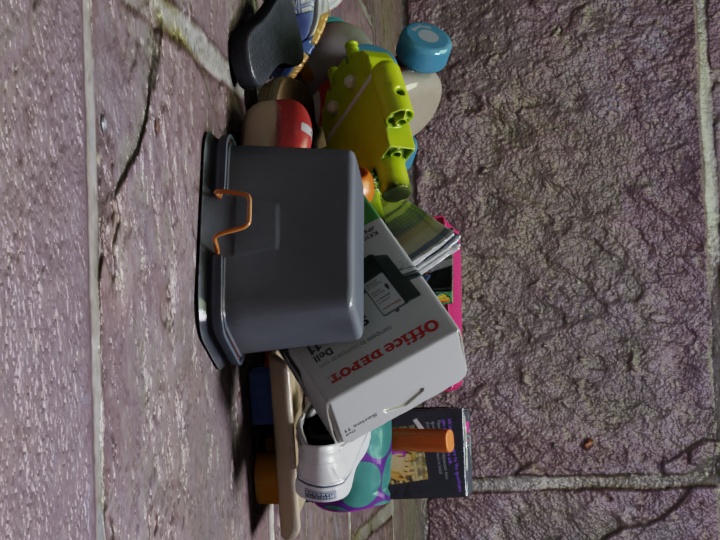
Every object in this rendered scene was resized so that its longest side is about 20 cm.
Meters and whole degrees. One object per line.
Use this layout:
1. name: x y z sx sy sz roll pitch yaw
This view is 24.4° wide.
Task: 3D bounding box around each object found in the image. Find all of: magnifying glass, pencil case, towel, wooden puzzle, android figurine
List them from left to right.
1. wooden puzzle: -0.083 0.158 1.697 0.200 0.046 0.186 -82 170 -81
2. pencil case: -0.014 0.156 1.775 0.085 0.092 0.200 -24 114 -63
3. towel: 0.002 -0.026 1.731 0.200 0.147 0.024 40 -20 56
4. android figurine: 0.003 -0.144 1.727 0.182 0.041 0.200 -50 -134 50
5. magnifying glass: 0.009 0.185 1.829 0.022 0.200 0.080 -19 105 -58

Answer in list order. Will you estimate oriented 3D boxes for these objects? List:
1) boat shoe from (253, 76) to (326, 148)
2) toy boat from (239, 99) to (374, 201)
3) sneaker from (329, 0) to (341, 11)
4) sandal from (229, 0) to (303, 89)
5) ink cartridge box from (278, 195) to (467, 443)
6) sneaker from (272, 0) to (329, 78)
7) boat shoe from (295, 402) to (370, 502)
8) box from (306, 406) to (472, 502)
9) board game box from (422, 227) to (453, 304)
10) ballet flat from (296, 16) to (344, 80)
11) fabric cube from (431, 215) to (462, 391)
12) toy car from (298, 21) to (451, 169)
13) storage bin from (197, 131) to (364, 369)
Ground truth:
1. boat shoe: -0.082 -0.148 1.779 0.200 0.063 0.073 65 39 -66
2. toy boat: -0.051 -0.083 1.659 0.200 0.130 0.131 78 11 -56
3. sneaker: -0.065 -0.391 1.941 0.088 0.081 0.200 72 9 -64
4. sandal: -0.103 -0.236 1.708 0.200 0.043 0.076 -47 128 -68
5. ink cartridge box: -0.010 0.041 1.564 0.200 0.146 0.083 55 -11 32
6. sneaker: -0.075 -0.310 1.859 0.075 0.088 0.200 -178 -72 -75
7. boat shoe: -0.026 0.152 1.618 0.200 0.073 0.065 -91 -178 -70
8. box: 0.028 0.214 1.946 0.122 0.200 0.106 39 50 -82
9. board game box: 0.000 0.000 1.776 0.105 0.200 0.023 -85 169 -46
10. ballet flat: -0.055 -0.216 2.046 0.075 0.068 0.200 120 -19 -59
11. fabric cube: 0.015 0.046 1.919 0.199 0.196 0.200 22 66 -83
12. toy car: -0.025 -0.224 1.940 0.177 0.200 0.185 -28 148 -40
13. storage bin: -0.067 -0.025 1.481 0.146 0.134 0.200 74 14 -65
